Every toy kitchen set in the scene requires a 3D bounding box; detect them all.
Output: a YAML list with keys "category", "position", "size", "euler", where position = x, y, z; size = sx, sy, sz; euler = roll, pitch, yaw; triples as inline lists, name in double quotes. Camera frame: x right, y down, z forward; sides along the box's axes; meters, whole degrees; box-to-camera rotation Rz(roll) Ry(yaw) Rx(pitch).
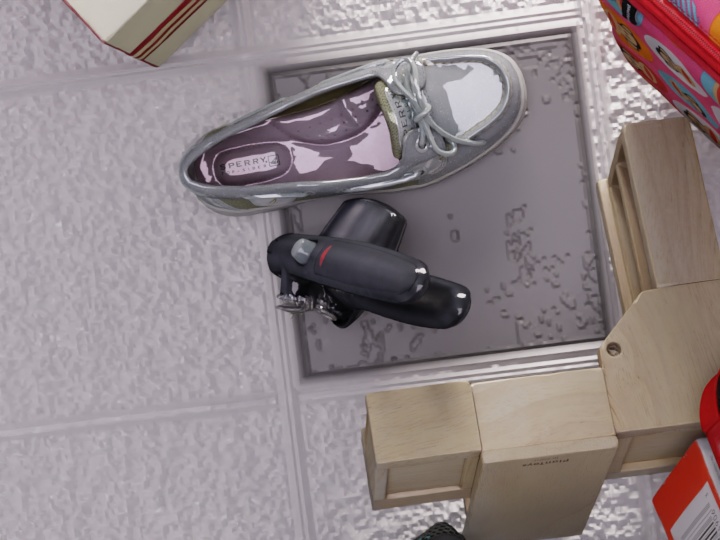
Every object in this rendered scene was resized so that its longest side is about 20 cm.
- category: "toy kitchen set"
  position: [0.093, 0.043, 1.211]
  size: [0.199, 0.163, 0.181]
  euler: [-7, 67, -4]

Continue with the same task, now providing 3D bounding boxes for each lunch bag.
- category: "lunch bag"
  position: [0.213, -0.102, 1.137]
  size: [0.082, 0.200, 0.176]
  euler: [-46, 68, 3]

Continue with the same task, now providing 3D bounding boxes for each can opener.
- category: "can opener"
  position: [0.000, 0.000, 1.170]
  size: [0.063, 0.200, 0.079]
  euler: [20, 91, -19]

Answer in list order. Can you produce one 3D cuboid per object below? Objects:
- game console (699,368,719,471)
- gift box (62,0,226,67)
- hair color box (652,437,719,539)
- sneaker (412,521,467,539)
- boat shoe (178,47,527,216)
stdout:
- category: "game console"
  position: [0.270, 0.125, 1.094]
  size: [0.176, 0.031, 0.201]
  euler: [-9, 69, -27]
- category: "gift box"
  position: [-0.107, -0.230, 1.179]
  size: [0.187, 0.200, 0.185]
  euler: [-44, 92, 3]
- category: "hair color box"
  position: [0.266, 0.146, 1.149]
  size: [0.199, 0.064, 0.111]
  euler: [-1, 52, -23]
- category: "sneaker"
  position: [0.005, 0.208, 1.214]
  size: [0.078, 0.091, 0.200]
  euler: [45, 133, 0]
- category: "boat shoe"
  position: [-0.004, -0.077, 1.234]
  size: [0.201, 0.065, 0.075]
  euler: [-13, 90, 5]
